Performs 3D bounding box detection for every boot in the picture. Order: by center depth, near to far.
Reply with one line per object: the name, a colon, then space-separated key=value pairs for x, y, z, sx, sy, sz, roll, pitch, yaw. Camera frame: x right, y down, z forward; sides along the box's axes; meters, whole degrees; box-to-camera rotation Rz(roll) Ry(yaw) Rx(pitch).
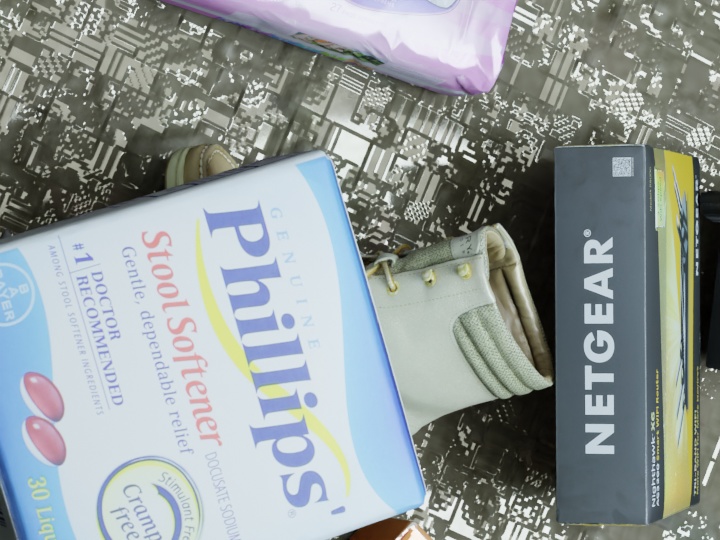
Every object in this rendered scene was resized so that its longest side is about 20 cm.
boot: x=0.000 y=0.000 z=1.423 sx=0.201 sy=0.154 sz=0.072 roll=60 pitch=29 yaw=-15

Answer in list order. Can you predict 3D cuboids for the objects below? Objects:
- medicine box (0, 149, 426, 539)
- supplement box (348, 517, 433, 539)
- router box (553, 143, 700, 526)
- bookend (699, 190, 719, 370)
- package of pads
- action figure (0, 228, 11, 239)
medicine box: x=-0.093 y=0.055 z=1.321 sx=0.199 sy=0.103 sz=0.183 roll=-18 pitch=94 yaw=-15
supplement box: x=0.064 y=0.225 z=1.492 sx=0.069 sy=0.066 sz=0.200 roll=-47 pitch=105 yaw=-17
router box: x=0.148 y=0.034 z=1.477 sx=0.052 sy=0.157 sz=0.201 roll=0 pitch=90 yaw=18
bookend: x=0.286 y=0.066 z=1.539 sx=0.199 sy=0.092 sz=0.200 roll=10 pitch=86 yaw=-31
package of pads: x=-0.010 y=-0.178 z=1.461 sx=0.199 sy=0.076 sz=0.121 roll=16 pitch=86 yaw=-19
action figure: x=-0.140 y=0.101 z=1.401 sx=0.193 sy=0.105 sz=0.201 roll=29 pitch=77 yaw=-7
